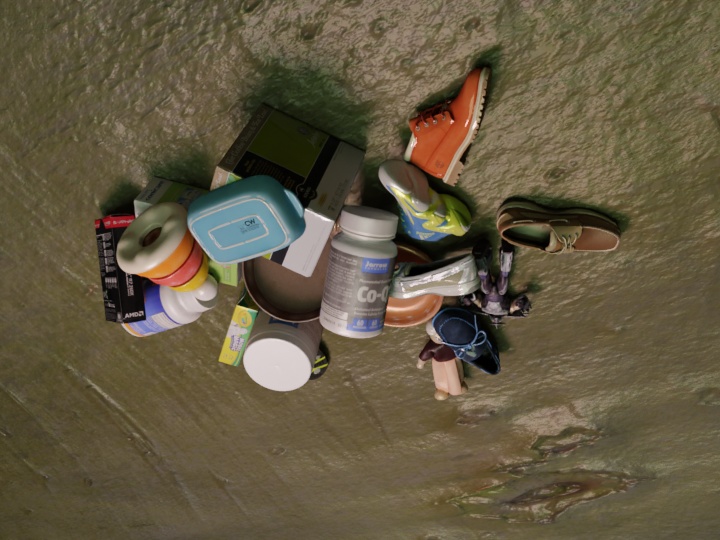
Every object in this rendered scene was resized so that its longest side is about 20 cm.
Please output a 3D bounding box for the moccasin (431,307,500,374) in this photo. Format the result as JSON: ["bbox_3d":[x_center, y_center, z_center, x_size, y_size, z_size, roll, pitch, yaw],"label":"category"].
[{"bbox_3d":[0.209,0.131,1.330,0.080,0.068,0.199,-44,133,16],"label":"moccasin"}]

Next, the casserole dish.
[{"bbox_3d":[-0.175,-0.067,1.074,0.198,0.039,0.122,-16,123,27],"label":"casserole dish"}]

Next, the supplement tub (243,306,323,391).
[{"bbox_3d":[-0.135,0.111,1.362,0.130,0.201,0.133,4,125,5],"label":"supplement tub"}]

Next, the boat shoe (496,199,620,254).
[{"bbox_3d":[0.316,-0.056,1.172,0.198,0.074,0.076,10,131,10],"label":"boat shoe"}]

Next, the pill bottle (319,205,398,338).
[{"bbox_3d":[0.000,0.000,1.208,0.113,0.114,0.202,12,106,7],"label":"pill bottle"}]

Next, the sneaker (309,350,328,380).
[{"bbox_3d":[-0.145,0.160,1.510,0.075,0.076,0.200,-47,126,5],"label":"sneaker"}]

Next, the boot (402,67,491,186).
[{"bbox_3d":[0.129,-0.226,1.094,0.106,0.075,0.201,24,133,3],"label":"boot"}]

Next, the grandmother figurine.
[{"bbox_3d":[0.168,0.165,1.411,0.120,0.061,0.201,-23,129,-6],"label":"grandmother figurine"}]

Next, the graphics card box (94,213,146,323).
[{"bbox_3d":[-0.458,-0.002,1.378,0.125,0.050,0.202,-2,93,56],"label":"graphics card box"}]

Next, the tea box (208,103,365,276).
[{"bbox_3d":[-0.122,-0.132,1.162,0.195,0.201,0.134,26,132,-4],"label":"tea box"}]

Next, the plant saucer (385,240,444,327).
[{"bbox_3d":[0.059,0.021,1.343,0.198,0.038,0.202,8,131,9],"label":"plant saucer"}]

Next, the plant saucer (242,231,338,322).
[{"bbox_3d":[-0.111,-0.007,1.300,0.198,0.202,0.034,18,171,2],"label":"plant saucer"}]

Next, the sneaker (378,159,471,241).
[{"bbox_3d":[0.086,-0.101,1.192,0.199,0.076,0.105,32,138,-28],"label":"sneaker"}]

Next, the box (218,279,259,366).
[{"bbox_3d":[-0.228,0.081,1.429,0.048,0.118,0.201,16,132,-7],"label":"box"}]

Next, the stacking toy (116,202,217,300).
[{"bbox_3d":[-0.316,-0.009,1.279,0.145,0.147,0.200,-12,139,25],"label":"stacking toy"}]

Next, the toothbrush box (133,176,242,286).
[{"bbox_3d":[-0.307,-0.072,1.347,0.198,0.086,0.147,13,131,6],"label":"toothbrush box"}]

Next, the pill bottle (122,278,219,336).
[{"bbox_3d":[-0.387,0.060,1.465,0.198,0.113,0.112,-18,122,28],"label":"pill bottle"}]

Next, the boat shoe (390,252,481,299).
[{"bbox_3d":[0.109,0.006,1.238,0.200,0.074,0.065,-1,113,36],"label":"boat shoe"}]

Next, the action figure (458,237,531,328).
[{"bbox_3d":[0.236,0.032,1.278,0.129,0.070,0.201,-2,131,12],"label":"action figure"}]

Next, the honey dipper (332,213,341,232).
[{"bbox_3d":[-0.122,-0.086,1.267,0.198,0.038,0.038,1,132,-9],"label":"honey dipper"}]
